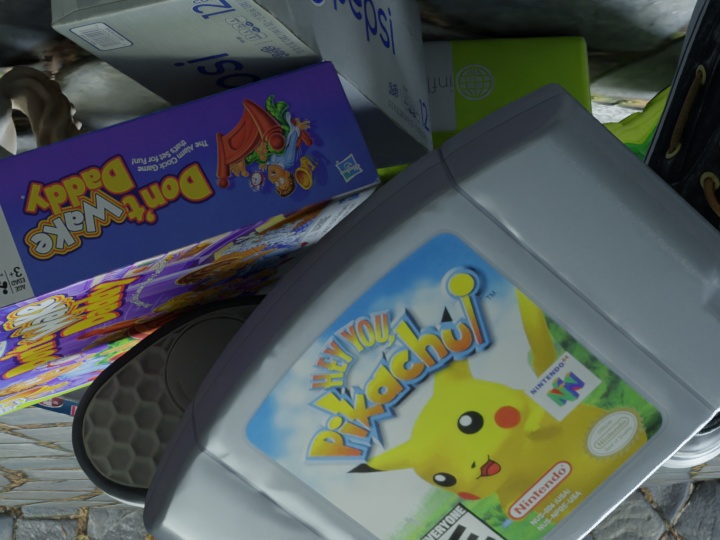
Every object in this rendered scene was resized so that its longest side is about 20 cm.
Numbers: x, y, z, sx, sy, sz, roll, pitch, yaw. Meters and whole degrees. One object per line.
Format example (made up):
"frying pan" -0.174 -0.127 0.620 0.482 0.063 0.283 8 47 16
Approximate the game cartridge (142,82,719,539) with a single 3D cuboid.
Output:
"game cartridge" 0.028 0.042 0.552 0.133 0.200 0.040 39 -165 -17

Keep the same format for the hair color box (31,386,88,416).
"hair color box" -0.191 0.002 0.794 0.199 0.100 0.061 15 166 -7

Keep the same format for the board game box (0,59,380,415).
"board game box" -0.086 -0.002 0.606 0.134 0.045 0.200 -19 171 -19

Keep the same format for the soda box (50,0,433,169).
"soda box" -0.034 -0.090 0.586 0.063 0.068 0.200 -9 167 18

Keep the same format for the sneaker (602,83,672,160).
"sneaker" 0.137 -0.031 0.734 0.200 0.084 0.074 -30 165 -50

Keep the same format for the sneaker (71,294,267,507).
"sneaker" -0.007 0.054 0.662 0.202 0.077 0.146 -22 159 -10

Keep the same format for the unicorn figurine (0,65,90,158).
"unicorn figurine" -0.208 -0.040 0.697 0.200 0.138 0.074 -11 152 -28

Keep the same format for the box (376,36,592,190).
"box" -0.003 -0.062 0.766 0.199 0.048 0.122 -2 168 -1

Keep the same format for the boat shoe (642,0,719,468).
"boat shoe" 0.134 -0.029 0.581 0.071 0.201 0.091 14 176 -7
